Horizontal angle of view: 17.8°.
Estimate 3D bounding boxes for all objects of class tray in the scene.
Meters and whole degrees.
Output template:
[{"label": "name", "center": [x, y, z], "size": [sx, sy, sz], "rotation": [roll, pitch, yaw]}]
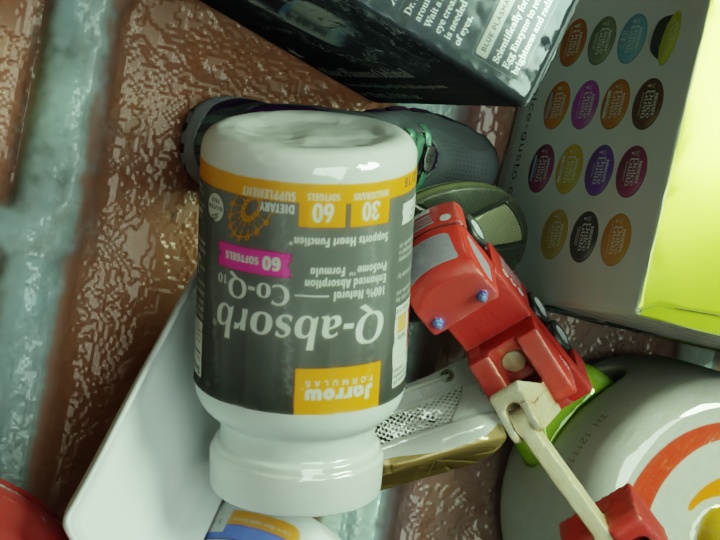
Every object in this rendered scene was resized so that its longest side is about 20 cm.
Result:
[{"label": "tray", "center": [-0.107, 0.099, 1.238], "size": [0.200, 0.022, 0.108], "rotation": [-65, 144, -43]}]

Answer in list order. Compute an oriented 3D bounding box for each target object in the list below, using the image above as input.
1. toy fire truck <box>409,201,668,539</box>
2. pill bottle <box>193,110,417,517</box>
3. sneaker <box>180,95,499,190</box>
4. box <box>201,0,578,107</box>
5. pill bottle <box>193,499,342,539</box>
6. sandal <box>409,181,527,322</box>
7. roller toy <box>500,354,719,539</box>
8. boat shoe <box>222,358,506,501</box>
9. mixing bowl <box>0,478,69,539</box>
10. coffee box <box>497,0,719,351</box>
[{"label": "toy fire truck", "center": [0.092, 0.069, 1.270], "size": [0.049, 0.141, 0.200], "rotation": [-32, 120, 14]}, {"label": "pill bottle", "center": [-0.031, 0.022, 1.227], "size": [0.116, 0.116, 0.201], "rotation": [-5, 107, -24]}, {"label": "sneaker", "center": [0.001, -0.060, 1.325], "size": [0.199, 0.087, 0.075], "rotation": [2, 92, -24]}, {"label": "box", "center": [-0.006, -0.184, 1.255], "size": [0.200, 0.197, 0.118], "rotation": [29, 82, -23]}, {"label": "pill bottle", "center": [-0.079, 0.231, 1.244], "size": [0.112, 0.112, 0.200], "rotation": [44, 48, -20]}, {"label": "sandal", "center": [-0.001, 0.000, 1.331], "size": [0.201, 0.057, 0.080], "rotation": [-24, 120, 3]}, {"label": "roller toy", "center": [0.192, 0.148, 1.391], "size": [0.199, 0.140, 0.183], "rotation": [0, 96, -22]}, {"label": "boat shoe", "center": [-0.018, 0.098, 1.344], "size": [0.199, 0.071, 0.069], "rotation": [-13, 72, -15]}, {"label": "mixing bowl", "center": [-0.216, 0.169, 1.201], "size": [0.200, 0.200, 0.109], "rotation": [33, 60, -22]}, {"label": "coffee box", "center": [0.217, -0.055, 1.363], "size": [0.200, 0.198, 0.200], "rotation": [15, 87, -24]}]
